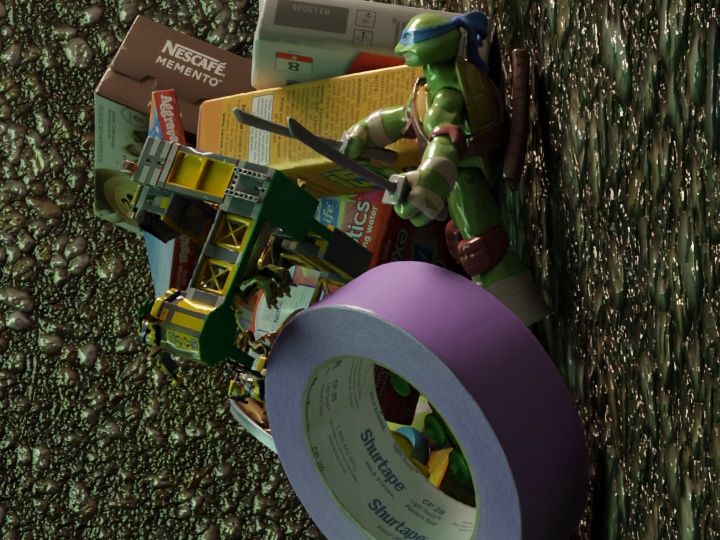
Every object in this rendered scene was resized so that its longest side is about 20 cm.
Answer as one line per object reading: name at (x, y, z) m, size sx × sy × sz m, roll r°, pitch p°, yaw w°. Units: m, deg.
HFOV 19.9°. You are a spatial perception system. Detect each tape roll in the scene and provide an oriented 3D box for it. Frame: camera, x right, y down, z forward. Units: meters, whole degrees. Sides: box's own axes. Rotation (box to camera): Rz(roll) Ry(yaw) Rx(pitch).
tape roll at (0.036, 0.098, 1.202) m, size 0.200 × 0.066 × 0.201 m, roll 26°, pitch 131°, yaw 34°

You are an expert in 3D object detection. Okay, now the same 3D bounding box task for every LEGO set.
LEGO set at (-0.087, 0.004, 1.276) m, size 0.200 × 0.116 × 0.154 m, roll 20°, pitch -94°, yaw -60°

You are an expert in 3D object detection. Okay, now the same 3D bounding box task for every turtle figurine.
turtle figurine at (0.027, -0.045, 1.258) m, size 0.144 × 0.200 × 0.194 m, roll -6°, pitch 113°, yaw 54°

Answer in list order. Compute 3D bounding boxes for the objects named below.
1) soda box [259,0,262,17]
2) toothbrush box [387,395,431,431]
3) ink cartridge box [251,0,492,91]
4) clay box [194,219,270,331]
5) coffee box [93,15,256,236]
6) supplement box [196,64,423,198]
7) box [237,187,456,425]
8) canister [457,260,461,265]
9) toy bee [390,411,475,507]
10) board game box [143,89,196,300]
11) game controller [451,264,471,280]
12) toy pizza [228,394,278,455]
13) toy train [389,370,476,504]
soda box at (-0.042, -0.115, 1.610) m, size 0.063 × 0.068 × 0.201 m, roll -164°, pitch 74°, yaw -75°
toothbrush box at (0.045, 0.220, 1.666) m, size 0.200 × 0.086 × 0.146 m, roll -103°, pitch 11°, yaw -53°
ink cartridge box at (0.003, -0.124, 1.473) m, size 0.200 × 0.162 × 0.050 m, roll 98°, pitch 179°, yaw -63°
clay box at (-0.056, 0.019, 1.570) m, size 0.048 × 0.115 × 0.200 m, roll -55°, pitch -46°, yaw -25°
coffee box at (-0.143, -0.098, 1.606) m, size 0.200 × 0.113 × 0.080 m, roll 107°, pitch -172°, yaw -63°
supplement box at (-0.017, -0.091, 1.401) m, size 0.066 × 0.200 × 0.069 m, roll 23°, pitch -115°, yaw -51°
box at (0.000, 0.000, 1.464) m, size 0.095 × 0.100 × 0.201 m, roll 22°, pitch -99°, yaw -51°
canister at (0.031, -0.037, 1.655) m, size 0.149 × 0.086 × 0.200 m, roll 100°, pitch 165°, yaw -59°
toy bee at (0.057, 0.122, 1.361) m, size 0.109 × 0.131 × 0.201 m, roll -27°, pitch 58°, yaw 47°
board game box at (-0.142, -0.039, 1.518) m, size 0.200 × 0.019 × 0.103 m, roll 107°, pitch 151°, yaw -63°
game controller at (0.075, 0.095, 1.506) m, size 0.104 × 0.042 × 0.201 m, roll -131°, pitch 38°, yaw -81°
toy pizza at (-0.006, 0.138, 1.478) m, size 0.032 × 0.200 × 0.200 m, roll -57°, pitch 8°, yaw 2°
toy train at (0.066, 0.094, 1.275) m, size 0.200 × 0.042 × 0.056 m, roll 55°, pitch 153°, yaw 24°
